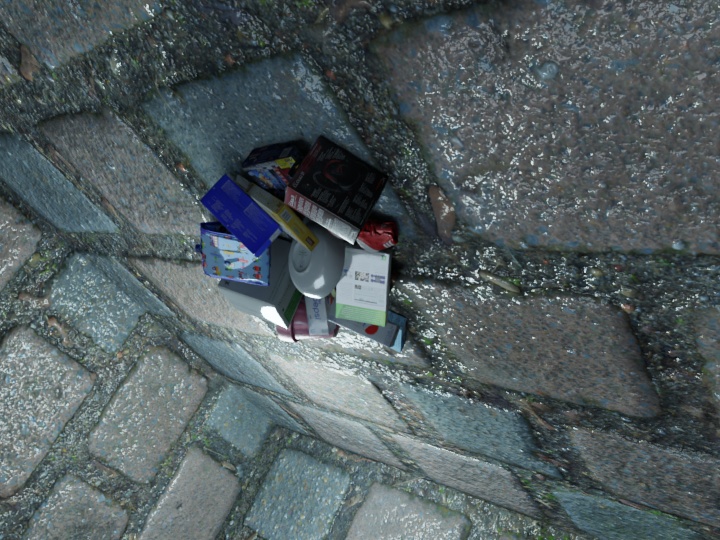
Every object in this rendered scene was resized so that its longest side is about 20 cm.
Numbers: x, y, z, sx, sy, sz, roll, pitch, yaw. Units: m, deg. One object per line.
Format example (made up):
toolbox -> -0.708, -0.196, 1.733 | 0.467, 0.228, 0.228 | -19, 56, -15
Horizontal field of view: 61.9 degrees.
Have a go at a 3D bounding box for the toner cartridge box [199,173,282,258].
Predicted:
toner cartridge box -> -0.294, -0.135, 1.479 | 0.200, 0.095, 0.043 | 44, 173, 11

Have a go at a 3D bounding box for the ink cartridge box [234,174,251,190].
ink cartridge box -> -0.317, -0.161, 1.621 | 0.114, 0.069, 0.200 | 33, 153, -6

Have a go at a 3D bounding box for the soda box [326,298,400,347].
soda box -> 0.008, 0.144, 1.657 | 0.196, 0.065, 0.068 | 23, -179, 15

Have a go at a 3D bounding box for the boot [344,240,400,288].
boot -> 0.000, 0.000, 1.622 | 0.197, 0.065, 0.188 | 30, 148, 3

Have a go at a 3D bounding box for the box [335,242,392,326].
box -> 0.006, 0.036, 1.547 | 0.140, 0.036, 0.206 | 9, 112, 15

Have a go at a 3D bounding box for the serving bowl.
serving bowl -> -0.126, -0.033, 1.535 | 0.065, 0.207, 0.197 | 7, 174, -42

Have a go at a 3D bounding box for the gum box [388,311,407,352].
gum box -> 0.048, 0.166, 1.877 | 0.196, 0.045, 0.171 | 25, 153, 15

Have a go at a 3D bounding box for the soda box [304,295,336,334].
soda box -> -0.121, 0.082, 1.753 | 0.066, 0.063, 0.206 | -2, 103, 20

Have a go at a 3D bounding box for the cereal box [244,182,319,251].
cereal box -> -0.195, -0.134, 1.474 | 0.199, 0.040, 0.144 | 36, 171, 50

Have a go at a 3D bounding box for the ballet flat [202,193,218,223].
ballet flat -> -0.353, -0.115, 1.586 | 0.068, 0.070, 0.201 | 1, 141, 45

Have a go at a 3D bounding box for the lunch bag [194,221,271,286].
lunch bag -> -0.331, -0.048, 1.558 | 0.194, 0.095, 0.153 | 2, 131, -7

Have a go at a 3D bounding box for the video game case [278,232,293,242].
video game case -> -0.293, -0.146, 1.722 | 0.179, 0.022, 0.201 | 7, 145, 41

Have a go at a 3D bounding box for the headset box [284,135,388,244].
headset box -> -0.060, -0.177, 1.277 | 0.197, 0.151, 0.075 | 29, 154, -1

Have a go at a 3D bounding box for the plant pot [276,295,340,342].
plant pot -> -0.153, 0.133, 1.891 | 0.173, 0.205, 0.202 | 8, 150, 9

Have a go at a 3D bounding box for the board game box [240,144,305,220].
board game box -> -0.154, -0.205, 1.428 | 0.197, 0.063, 0.200 | 2, 143, 45

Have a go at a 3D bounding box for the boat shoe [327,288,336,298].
boat shoe -> -0.107, -0.009, 1.650 | 0.064, 0.072, 0.205 | -10, 119, 19

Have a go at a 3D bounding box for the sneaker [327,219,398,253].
sneaker -> 0.013, -0.109, 1.398 | 0.114, 0.081, 0.197 | -15, 153, 42

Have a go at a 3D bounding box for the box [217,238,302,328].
box -> -0.272, 0.023, 1.749 | 0.195, 0.203, 0.172 | 17, 157, 17
